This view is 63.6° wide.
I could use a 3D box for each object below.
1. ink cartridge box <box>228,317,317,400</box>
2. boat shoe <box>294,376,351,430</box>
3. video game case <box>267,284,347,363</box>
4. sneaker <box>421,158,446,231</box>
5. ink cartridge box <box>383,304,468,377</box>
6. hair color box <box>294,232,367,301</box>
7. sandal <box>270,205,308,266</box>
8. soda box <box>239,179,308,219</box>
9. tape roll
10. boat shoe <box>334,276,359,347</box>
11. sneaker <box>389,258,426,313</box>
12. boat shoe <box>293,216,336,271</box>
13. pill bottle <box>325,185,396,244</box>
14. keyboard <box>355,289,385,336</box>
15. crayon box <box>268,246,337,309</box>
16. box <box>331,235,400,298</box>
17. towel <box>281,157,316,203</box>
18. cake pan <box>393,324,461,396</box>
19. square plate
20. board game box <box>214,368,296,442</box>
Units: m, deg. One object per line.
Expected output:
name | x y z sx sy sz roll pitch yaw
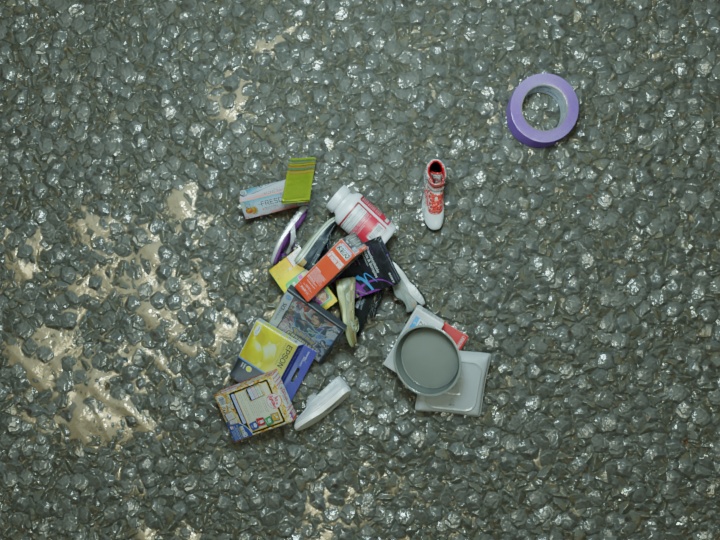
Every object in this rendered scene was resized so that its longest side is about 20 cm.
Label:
ink cartridge box | -0.258 0.274 1.700 0.198 0.047 0.200 30 102 5
boat shoe | -0.121 0.387 1.701 0.199 0.072 0.069 -41 65 6
video game case | -0.157 0.158 1.670 0.199 0.026 0.181 36 130 1
sneaker | 0.214 -0.221 1.692 0.066 0.108 0.205 0 88 2
ink cartridge box | 0.189 0.231 1.681 0.175 0.045 0.202 30 104 4
hair color box | -0.081 -0.010 1.601 0.064 0.111 0.200 47 113 3
sandal | -0.202 -0.097 1.714 0.049 0.082 0.205 29 88 7
soda box | -0.255 -0.217 1.719 0.196 0.069 0.064 -13 128 1
tape roll | 0.534 -0.470 1.713 0.196 0.066 0.204 0 88 3
boat shoe | -0.028 0.121 1.668 0.062 0.073 0.204 -12 98 -7
sneaker | 0.108 0.036 1.704 0.079 0.074 0.201 -38 87 5
boat shoe | -0.118 -0.078 1.694 0.062 0.074 0.201 41 57 -11
pill bottle | -0.001 -0.149 1.686 0.200 0.112 0.113 42 89 -3
keyboard | 0.014 0.101 1.730 0.103 0.040 0.203 20 90 26
crayon box | -0.166 0.045 1.719 0.118 0.058 0.201 -36 87 0
box | 0.000 0.000 1.668 0.197 0.036 0.145 -21 106 24
towel | -0.179 -0.265 1.687 0.084 0.018 0.202 -5 45 8
cake pan | 0.189 0.249 1.623 0.197 0.037 0.204 3 98 24
square plate | 0.266 0.326 1.672 0.196 0.028 0.202 6 104 -3
board game box | -0.304 0.393 1.685 0.197 0.046 0.154 -21 96 13
